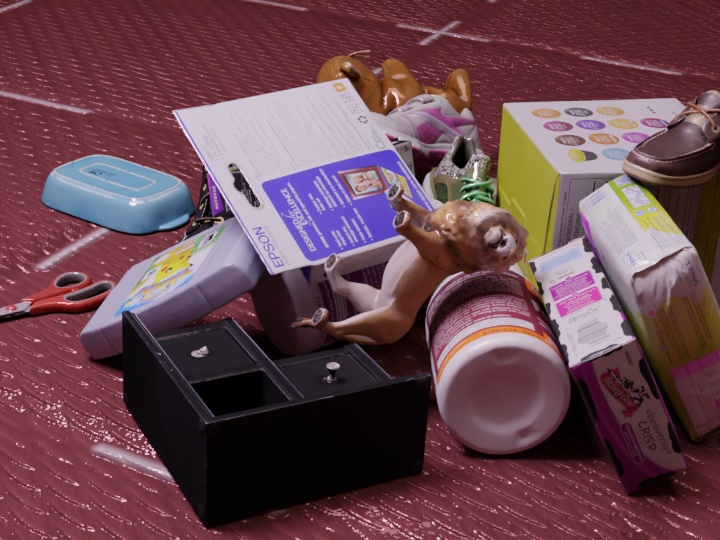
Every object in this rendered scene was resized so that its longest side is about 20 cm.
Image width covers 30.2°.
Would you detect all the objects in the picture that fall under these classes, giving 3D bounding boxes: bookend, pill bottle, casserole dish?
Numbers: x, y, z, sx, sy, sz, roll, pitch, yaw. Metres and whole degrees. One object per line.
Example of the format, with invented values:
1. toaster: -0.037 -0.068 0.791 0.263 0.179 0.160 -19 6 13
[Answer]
1. bookend: -0.075 0.101 1.118 0.198 0.093 0.199 -9 27 -26
2. pill bottle: 0.000 0.000 1.291 0.199 0.113 0.112 -21 33 -26
3. casserole dish: -0.287 -0.095 1.573 0.199 0.039 0.121 18 28 30
4. pill bottle: 0.117 0.065 1.195 0.113 0.115 0.200 2 26 -3

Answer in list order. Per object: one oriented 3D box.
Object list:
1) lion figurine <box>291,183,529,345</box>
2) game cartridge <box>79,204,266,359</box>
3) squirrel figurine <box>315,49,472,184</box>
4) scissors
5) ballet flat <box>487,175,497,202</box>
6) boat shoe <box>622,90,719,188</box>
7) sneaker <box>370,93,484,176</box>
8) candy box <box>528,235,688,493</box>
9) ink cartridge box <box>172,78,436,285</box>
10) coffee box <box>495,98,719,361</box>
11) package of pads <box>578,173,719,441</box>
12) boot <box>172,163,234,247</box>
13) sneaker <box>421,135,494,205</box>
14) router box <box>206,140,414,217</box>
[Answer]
1. lion figurine: 0.044 0.006 1.154 0.122 0.200 0.073 33 23 -33
2. game cartridge: -0.166 0.013 1.230 0.199 0.041 0.134 -24 26 28
3. squirrel figurine: 0.030 -0.183 1.642 0.186 0.141 0.201 25 44 -30
4. scissors: -0.329 0.038 1.312 0.073 0.014 0.199 24 30 33
5. ballet flat: 0.153 -0.059 1.530 0.069 0.070 0.200 5 24 4
6. boat shoe: 0.312 -0.130 1.213 0.199 0.073 0.072 -19 35 -36
7. sneaker: 0.061 -0.160 1.544 0.199 0.089 0.081 10 -24 -40
8. candy box: 0.211 0.076 1.147 0.061 0.137 0.200 -24 25 7
9. ink cartridge box: -0.050 -0.083 1.229 0.199 0.044 0.199 -15 60 -33
10. coffee box: 0.250 -0.045 1.342 0.196 0.202 0.200 -2 26 -10
11. package of pads: 0.268 0.034 1.175 0.068 0.201 0.155 -26 29 4
12. boot: -0.157 -0.088 1.429 0.073 0.155 0.204 4 22 21
13. sneaker: 0.112 -0.075 1.386 0.076 0.089 0.201 4 34 -17
14. router box: -0.048 -0.098 1.406 0.148 0.052 0.200 -2 11 25
